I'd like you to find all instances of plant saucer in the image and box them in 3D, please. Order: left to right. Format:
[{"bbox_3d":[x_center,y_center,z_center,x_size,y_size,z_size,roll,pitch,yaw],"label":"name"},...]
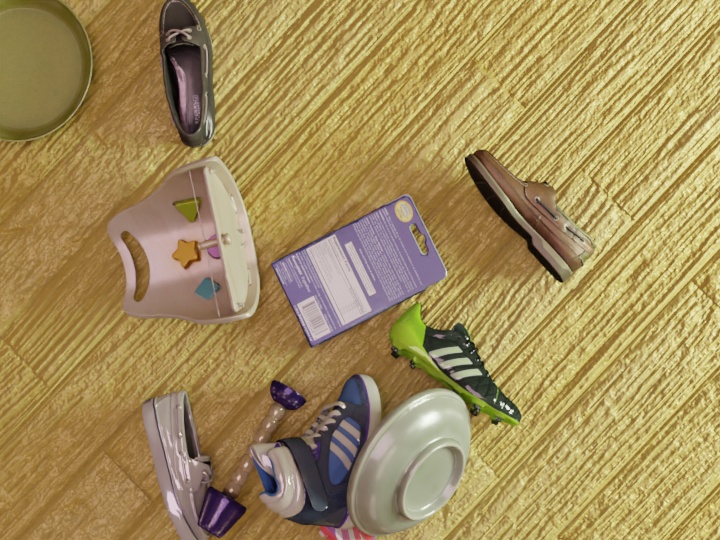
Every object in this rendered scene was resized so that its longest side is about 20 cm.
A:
[{"bbox_3d":[-0.444,-0.267,1.568,0.197,0.031,0.203,0,87,4],"label":"plant saucer"},{"bbox_3d":[0.072,0.240,1.431,0.050,0.200,0.201,31,89,40],"label":"plant saucer"}]

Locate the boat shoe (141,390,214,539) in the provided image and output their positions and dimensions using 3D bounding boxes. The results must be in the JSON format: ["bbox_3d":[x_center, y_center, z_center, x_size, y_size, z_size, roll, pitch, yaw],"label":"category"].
[{"bbox_3d":[-0.218,0.251,1.508,0.065,0.074,0.202,-19,87,7],"label":"boat shoe"}]

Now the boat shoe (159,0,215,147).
[{"bbox_3d":[-0.222,-0.260,1.539,0.066,0.057,0.203,-9,87,3],"label":"boat shoe"}]

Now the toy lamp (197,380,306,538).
[{"bbox_3d":[-0.138,0.237,1.493,0.058,0.058,0.201,31,76,4],"label":"toy lamp"}]

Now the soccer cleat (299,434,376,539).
[{"bbox_3d":[-0.029,0.296,1.500,0.200,0.067,0.076,44,86,7],"label":"soccer cleat"}]

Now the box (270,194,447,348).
[{"bbox_3d":[0.000,0.000,1.525,0.198,0.032,0.122,-27,86,4],"label":"box"}]

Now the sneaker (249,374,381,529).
[{"bbox_3d":[-0.059,0.206,1.451,0.145,0.080,0.202,19,65,-23],"label":"sneaker"}]

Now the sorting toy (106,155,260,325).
[{"bbox_3d":[-0.230,-0.022,1.514,0.178,0.107,0.203,-13,87,10],"label":"sorting toy"}]

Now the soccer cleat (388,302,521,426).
[{"bbox_3d":[0.127,0.117,1.498,0.199,0.068,0.081,36,77,5],"label":"soccer cleat"}]

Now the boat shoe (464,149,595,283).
[{"bbox_3d":[0.213,-0.081,1.501,0.068,0.072,0.200,-40,95,-3],"label":"boat shoe"}]
